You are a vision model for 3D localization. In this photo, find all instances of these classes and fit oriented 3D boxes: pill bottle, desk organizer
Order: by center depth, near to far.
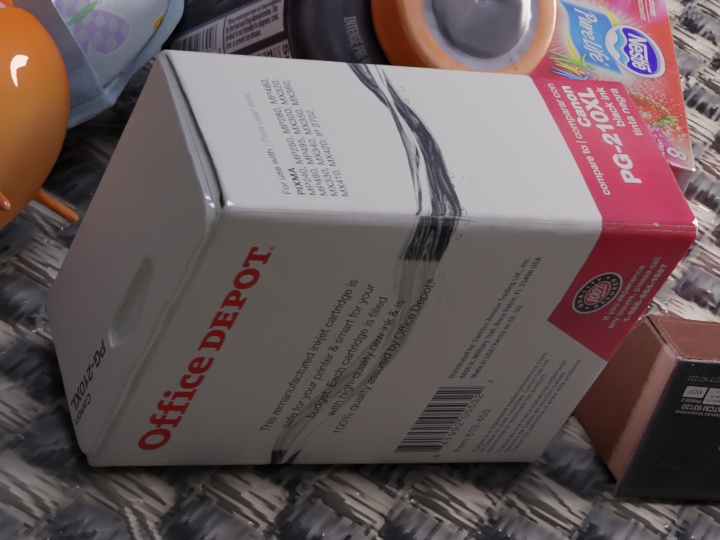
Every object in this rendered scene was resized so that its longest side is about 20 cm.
[{"bbox_3d":[0.001,-0.094,0.978,0.106,0.107,0.200,3,-6,-27],"label":"pill bottle"},{"bbox_3d":[0.190,0.049,1.007,0.200,0.072,0.077,5,33,-26],"label":"desk organizer"}]

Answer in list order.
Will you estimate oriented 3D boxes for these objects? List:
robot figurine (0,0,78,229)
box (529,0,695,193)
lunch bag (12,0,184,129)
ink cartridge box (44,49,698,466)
[{"bbox_3d":[-0.196,-0.083,0.914,0.200,0.144,0.117,39,52,10],"label":"robot figurine"},{"bbox_3d":[0.086,-0.068,1.091,0.094,0.103,0.200,17,30,-8],"label":"box"},{"bbox_3d":[-0.160,-0.173,1.017,0.127,0.170,0.200,-24,34,7],"label":"lunch bag"},{"bbox_3d":[0.000,0.000,0.883,0.200,0.145,0.084,2,48,-30],"label":"ink cartridge box"}]
